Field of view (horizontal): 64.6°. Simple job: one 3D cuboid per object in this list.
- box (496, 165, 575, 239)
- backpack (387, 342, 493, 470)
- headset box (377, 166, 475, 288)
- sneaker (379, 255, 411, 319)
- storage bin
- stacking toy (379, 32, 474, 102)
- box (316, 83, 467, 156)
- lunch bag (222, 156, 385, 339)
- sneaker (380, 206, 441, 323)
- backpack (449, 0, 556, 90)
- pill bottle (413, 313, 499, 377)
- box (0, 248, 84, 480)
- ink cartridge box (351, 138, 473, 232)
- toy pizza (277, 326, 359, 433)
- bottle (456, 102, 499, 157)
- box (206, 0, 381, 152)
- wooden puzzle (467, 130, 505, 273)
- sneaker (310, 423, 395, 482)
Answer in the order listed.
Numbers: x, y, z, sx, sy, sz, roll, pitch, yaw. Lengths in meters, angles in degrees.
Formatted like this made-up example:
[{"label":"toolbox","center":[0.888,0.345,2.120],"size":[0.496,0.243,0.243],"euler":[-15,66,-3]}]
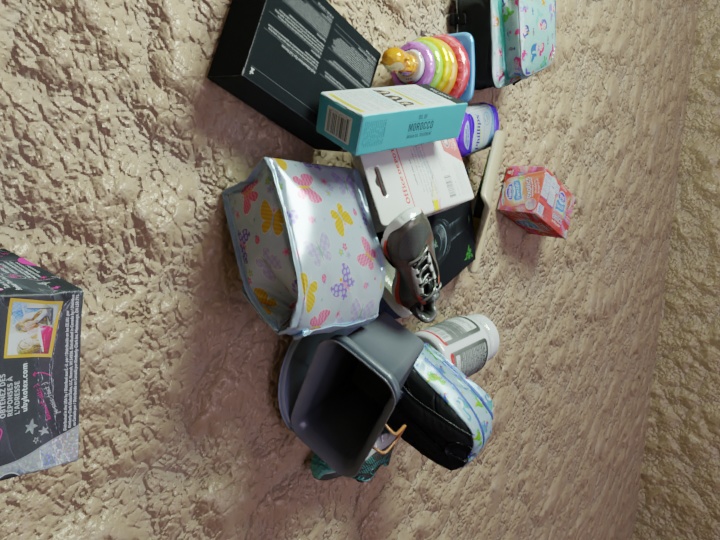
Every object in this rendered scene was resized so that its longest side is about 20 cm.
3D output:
[{"label":"box","center":[0.396,-0.150,1.270],"size":[0.198,0.093,0.105],"euler":[19,85,-50]},{"label":"backpack","center":[0.120,0.221,0.926],"size":[0.151,0.200,0.166],"euler":[-10,133,-43]},{"label":"headset box","center":[0.109,-0.065,0.961],"size":[0.199,0.091,0.178],"euler":[-34,124,-40]},{"label":"sneaker","center":[0.000,0.000,0.874],"size":[0.202,0.083,0.075],"euler":[55,39,-14]},{"label":"storage bin","center":[0.012,0.165,0.793],"size":[0.134,0.144,0.203],"euler":[-35,154,-49]},{"label":"stacking toy","center":[0.086,-0.296,0.831],"size":[0.199,0.113,0.113],"euler":[-22,114,-58]},{"label":"box","center":[0.043,-0.197,0.729],"size":[0.197,0.082,0.050],"euler":[-19,134,-40]},{"label":"lunch bag","center":[-0.065,-0.021,0.711],"size":[0.167,0.126,0.205],"euler":[-6,74,-49]},{"label":"sneaker","center":[0.083,-0.001,0.765],"size":[0.076,0.082,0.202],"euler":[-32,145,-11]},{"label":"backpack","center":[0.267,-0.426,1.022],"size":[0.199,0.148,0.182],"euler":[-31,120,-46]},{"label":"pill bottle","center":[0.173,0.151,1.074],"size":[0.197,0.112,0.117],"euler":[-12,109,-47]},{"label":"box","center":[-0.304,0.063,0.431],"size":[0.113,0.197,0.136],"euler":[-2,101,-46]},{"label":"ink cartridge box","center":[0.063,-0.129,0.798],"size":[0.197,0.067,0.119],"euler":[-20,91,-41]},{"label":"toy pizza","center":[-0.056,0.153,0.871],"size":[0.198,0.031,0.206],"euler":[-18,114,-46]},{"label":"bottle","center":[0.174,-0.245,1.011],"size":[0.198,0.064,0.086],"euler":[-25,119,-43]},{"label":"box","center":[-0.074,-0.256,0.711],"size":[0.198,0.077,0.145],"euler":[24,79,-50]},{"label":"wooden puzzle","center":[0.227,-0.126,1.060],"size":[0.203,0.036,0.188],"euler":[86,19,-51]},{"label":"sneaker","center":[-0.004,0.316,0.944],"size":[0.197,0.076,0.094],"euler":[-9,110,-46]}]
